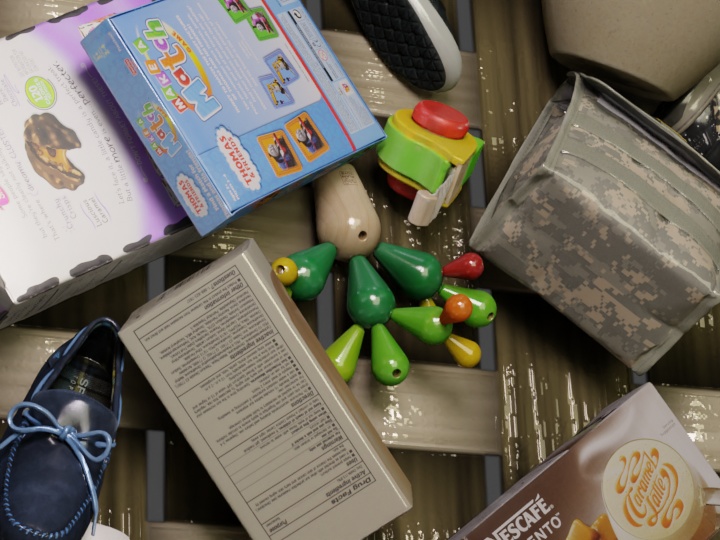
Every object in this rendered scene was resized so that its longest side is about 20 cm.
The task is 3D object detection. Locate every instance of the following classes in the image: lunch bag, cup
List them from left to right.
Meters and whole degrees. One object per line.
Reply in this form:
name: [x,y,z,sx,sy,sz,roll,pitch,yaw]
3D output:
lunch bag: [0.192,-0.051,1.737,0.164,0.118,0.200,37,36,-6]
cup: [0.212,-0.211,1.788,0.199,0.200,0.144,22,88,-16]

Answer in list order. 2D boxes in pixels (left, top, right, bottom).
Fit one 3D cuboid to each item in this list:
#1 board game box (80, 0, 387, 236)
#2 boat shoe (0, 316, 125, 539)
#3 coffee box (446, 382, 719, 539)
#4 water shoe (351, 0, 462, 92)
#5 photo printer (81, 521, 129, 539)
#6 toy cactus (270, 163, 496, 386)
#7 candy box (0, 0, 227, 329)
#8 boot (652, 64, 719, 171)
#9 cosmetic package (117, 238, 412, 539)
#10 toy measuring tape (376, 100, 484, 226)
board game box: [-0.081,-0.121,1.612,0.152,0.037,0.200,58,35,2]
boat shoe: [-0.190,0.098,1.487,0.084,0.069,0.200,19,34,-14]
coffee box: [0.152,0.184,1.654,0.200,0.080,0.115,-34,88,-32]
water shoe: [0.026,-0.227,1.757,0.079,0.071,0.200,-34,88,-33]
photo printer: [-0.231,0.223,1.463,0.199,0.069,0.167,14,65,-20]
toy cactus: [0.000,0.000,1.655,0.199,0.102,0.166,-7,64,-19]
candy box: [-0.197,-0.075,1.593,0.199,0.072,0.168,-25,83,-31]
boot: [0.335,-0.124,1.865,0.154,0.073,0.204,48,65,-4]
cosmetic package: [-0.060,0.091,1.555,0.105,0.071,0.201,-31,96,6]
toy measuring tape: [0.038,-0.075,1.670,0.074,0.074,0.200,47,20,-2]
